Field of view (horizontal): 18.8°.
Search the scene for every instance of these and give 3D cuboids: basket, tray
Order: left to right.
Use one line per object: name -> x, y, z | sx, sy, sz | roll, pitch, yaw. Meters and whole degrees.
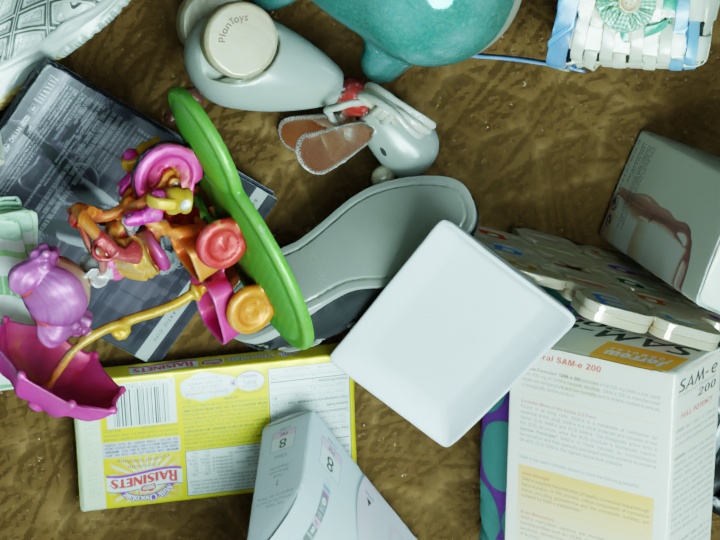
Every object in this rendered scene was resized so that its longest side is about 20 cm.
tray -> 0.060, 0.040, 1.435 | 0.107, 0.200, 0.022 | 36, 53, -2
basket -> 0.147, -0.220, 1.449 | 0.198, 0.139, 0.178 | 11, 102, 14

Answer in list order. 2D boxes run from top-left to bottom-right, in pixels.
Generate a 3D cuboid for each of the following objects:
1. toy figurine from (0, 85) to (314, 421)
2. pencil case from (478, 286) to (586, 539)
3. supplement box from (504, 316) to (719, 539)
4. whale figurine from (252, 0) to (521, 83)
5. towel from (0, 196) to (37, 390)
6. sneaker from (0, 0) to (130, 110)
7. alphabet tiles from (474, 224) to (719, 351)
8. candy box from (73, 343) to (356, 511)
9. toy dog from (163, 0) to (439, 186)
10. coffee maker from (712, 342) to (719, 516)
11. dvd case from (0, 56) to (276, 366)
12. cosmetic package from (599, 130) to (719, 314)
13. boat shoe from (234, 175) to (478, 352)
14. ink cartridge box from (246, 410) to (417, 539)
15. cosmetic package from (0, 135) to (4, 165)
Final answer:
toy figurine -> -0.152, 0.010, 1.372 | 0.183, 0.150, 0.201 | -31, 128, -13
pencil case -> 0.133, 0.111, 1.549 | 0.092, 0.085, 0.202 | 6, 104, 13
supplement box -> 0.167, 0.142, 1.448 | 0.073, 0.125, 0.202 | -20, 116, -52
whale figurine -> 0.006, -0.199, 1.407 | 0.199, 0.104, 0.161 | 9, 106, 26
towel -> -0.279, 0.027, 1.416 | 0.151, 0.024, 0.201 | -9, 146, -8
sneaker -> -0.222, -0.174, 1.413 | 0.200, 0.076, 0.088 | -40, 108, 0
alphabet tiles -> 0.169, 0.011, 1.472 | 0.194, 0.200, 0.015 | 15, 103, -15
candy box -> -0.102, 0.110, 1.528 | 0.198, 0.026, 0.103 | -5, 115, -10
toy dog -> -0.050, -0.105, 1.441 | 0.199, 0.132, 0.097 | 33, 93, 2
coffee maker -> 0.284, 0.131, 1.556 | 0.199, 0.192, 0.135 | 30, 80, 3
dvd case -> -0.172, -0.036, 1.453 | 0.199, 0.016, 0.149 | 30, 102, -33
cosmetic package -> 0.250, -0.025, 1.479 | 0.103, 0.200, 0.088 | 20, 98, -15
boat shoe -> 0.000, 0.000, 1.476 | 0.199, 0.074, 0.060 | -31, 153, 20
ink cartridge box -> -0.019, 0.221, 1.474 | 0.057, 0.201, 0.163 | -22, 126, 19
cosmetic package -> -0.329, -0.076, 1.361 | 0.199, 0.104, 0.073 | -27, 150, 19
